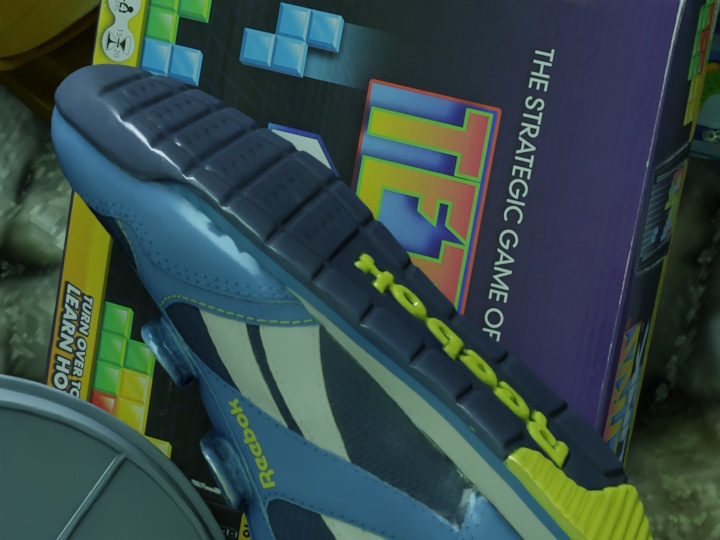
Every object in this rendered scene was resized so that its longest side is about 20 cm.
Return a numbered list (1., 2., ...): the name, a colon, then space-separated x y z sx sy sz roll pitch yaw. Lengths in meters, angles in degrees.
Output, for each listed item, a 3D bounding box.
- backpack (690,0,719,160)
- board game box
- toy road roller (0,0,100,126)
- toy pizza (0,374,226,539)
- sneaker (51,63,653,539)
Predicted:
1. backpack: 0.099 -0.113 0.760 0.199 0.154 0.164 5 72 27
2. board game box: 0.000 0.000 0.705 0.164 0.057 0.202 14 105 17
3. toy road roller: -0.118 -0.119 0.818 0.123 0.146 0.200 -47 30 -12
4. toy pizza: -0.123 0.122 0.679 0.200 0.201 0.032 -42 26 -10
5. sneaker: -0.017 0.030 0.650 0.200 0.074 0.082 46 113 6
